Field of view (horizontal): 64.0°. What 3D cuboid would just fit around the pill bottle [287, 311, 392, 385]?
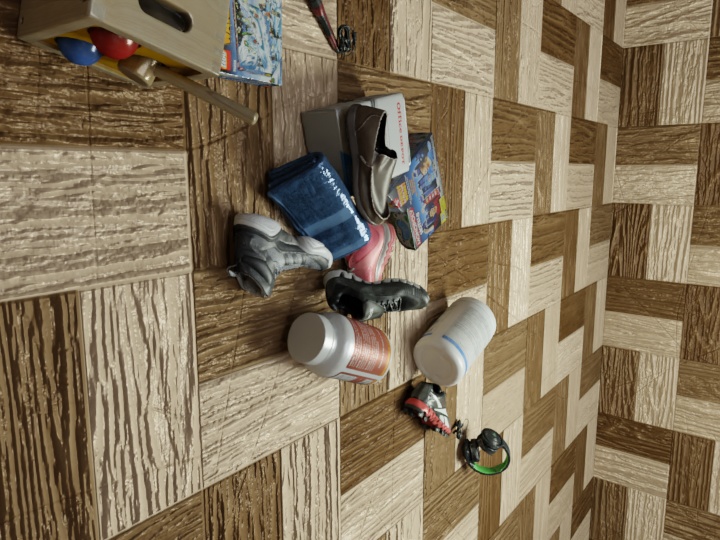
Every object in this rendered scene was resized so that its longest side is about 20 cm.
[{"bbox_3d":[-0.036,0.137,1.029,0.199,0.111,0.114,27,75,-52],"label":"pill bottle"}]

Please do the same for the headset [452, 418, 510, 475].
[{"bbox_3d":[0.325,0.486,1.568,0.201,0.123,0.094,50,24,-11],"label":"headset"}]

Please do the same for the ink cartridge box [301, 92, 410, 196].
[{"bbox_3d":[-0.001,-0.229,1.036,0.199,0.085,0.149,-32,121,-47],"label":"ink cartridge box"}]

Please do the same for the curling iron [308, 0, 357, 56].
[{"bbox_3d":[-0.065,-0.448,0.960,0.049,0.026,0.200,-37,130,3],"label":"curling iron"}]

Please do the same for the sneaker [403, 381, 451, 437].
[{"bbox_3d":[0.176,0.328,1.377,0.201,0.070,0.099,49,60,-44],"label":"sneaker"}]

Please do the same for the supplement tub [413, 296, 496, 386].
[{"bbox_3d":[0.225,0.166,1.368,0.200,0.131,0.134,-38,125,-42],"label":"supplement tub"}]

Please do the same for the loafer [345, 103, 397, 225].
[{"bbox_3d":[0.025,-0.170,0.943,0.073,0.070,0.203,-49,133,-57],"label":"loafer"}]

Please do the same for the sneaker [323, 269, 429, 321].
[{"bbox_3d":[0.027,0.057,1.032,0.091,0.197,0.067,-87,-172,-51],"label":"sneaker"}]

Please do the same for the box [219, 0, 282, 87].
[{"bbox_3d":[-0.172,-0.376,0.822,0.136,0.039,0.203,-10,103,-53],"label":"box"}]

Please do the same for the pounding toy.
[{"bbox_3d":[-0.235,-0.257,0.638,0.199,0.182,0.145,10,88,-53],"label":"pounding toy"}]

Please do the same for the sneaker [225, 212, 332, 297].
[{"bbox_3d":[-0.130,-0.008,0.914,0.199,0.075,0.115,26,76,-46],"label":"sneaker"}]

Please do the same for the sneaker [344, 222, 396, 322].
[{"bbox_3d":[0.000,0.000,1.108,0.086,0.074,0.203,14,92,-22],"label":"sneaker"}]

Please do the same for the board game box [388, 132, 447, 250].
[{"bbox_3d":[0.096,-0.155,1.200,0.200,0.061,0.202,-41,127,-40],"label":"board game box"}]

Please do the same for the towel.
[{"bbox_3d":[-0.063,-0.098,0.956,0.049,0.110,0.201,-99,161,-46],"label":"towel"}]
